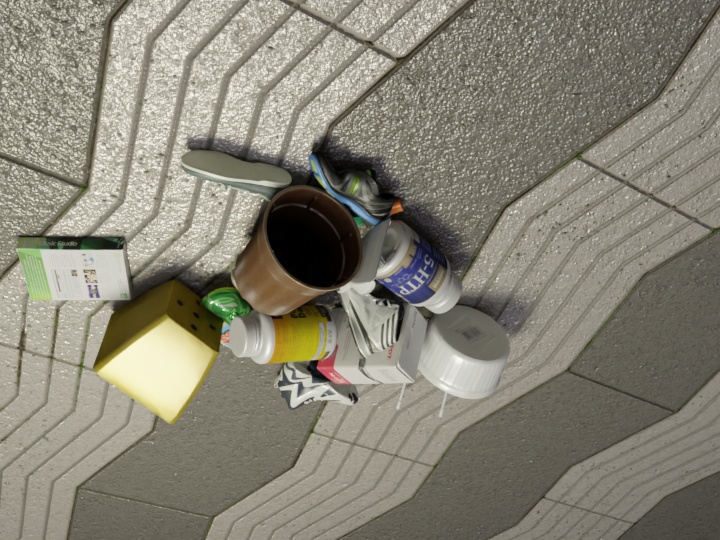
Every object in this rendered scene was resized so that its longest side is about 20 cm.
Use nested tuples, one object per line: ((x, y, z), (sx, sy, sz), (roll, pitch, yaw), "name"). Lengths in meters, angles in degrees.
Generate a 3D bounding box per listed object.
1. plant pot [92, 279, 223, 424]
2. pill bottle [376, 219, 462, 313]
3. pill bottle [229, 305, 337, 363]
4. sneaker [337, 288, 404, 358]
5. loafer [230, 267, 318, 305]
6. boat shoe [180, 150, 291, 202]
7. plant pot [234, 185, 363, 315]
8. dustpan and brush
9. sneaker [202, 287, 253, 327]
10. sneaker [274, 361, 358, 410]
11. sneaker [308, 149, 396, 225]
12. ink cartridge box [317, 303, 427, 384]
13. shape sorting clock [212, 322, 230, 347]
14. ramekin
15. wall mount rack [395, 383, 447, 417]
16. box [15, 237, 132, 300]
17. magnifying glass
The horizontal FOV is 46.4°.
((-0.383, 0.143, 1.679), (0.176, 0.201, 0.200), (-40, 115, 18), "plant pot")
((0.107, 0.000, 1.650), (0.119, 0.121, 0.199), (-35, 130, 27), "pill bottle")
((-0.152, 0.125, 1.648), (0.198, 0.110, 0.110), (-1, 140, -34), "pill bottle")
((0.024, 0.063, 1.670), (0.114, 0.203, 0.076), (-22, 163, 6), "sneaker")
((-0.164, 0.021, 1.679), (0.198, 0.076, 0.068), (15, 132, -33), "loafer")
((-0.223, -0.159, 1.483), (0.198, 0.073, 0.062), (9, 131, -22), "boat shoe")
((-0.129, -0.022, 1.545), (0.198, 0.202, 0.198), (20, 148, -25), "plant pot")
((0.000, 0.000, 1.564), (0.057, 0.141, 0.199), (32, 146, -27), "dustpan and brush")
((-0.231, 0.105, 1.701), (0.199, 0.084, 0.074), (37, 115, -27), "sneaker")
((-0.112, 0.278, 1.942), (0.198, 0.080, 0.130), (25, 129, -28), "sneaker")
((-0.015, -0.161, 1.519), (0.199, 0.071, 0.083), (34, 100, -30), "sneaker")
((0.026, 0.152, 1.731), (0.198, 0.146, 0.084), (-6, 146, 34), "ink cartridge box")
((-0.221, 0.108, 1.782), (0.197, 0.040, 0.201), (-3, 136, -3), "shape sorting clock")
((0.220, 0.166, 1.784), (0.198, 0.202, 0.098), (9, 127, -16), "ramekin")
((0.169, 0.255, 1.953), (0.198, 0.075, 0.174), (14, 133, -19), "wall mount rack")
((-0.553, -0.002, 1.634), (0.197, 0.037, 0.145), (0, 136, -8), "box")
((-0.014, -0.095, 1.609), (0.198, 0.023, 0.080), (-19, 134, 11), "magnifying glass")
